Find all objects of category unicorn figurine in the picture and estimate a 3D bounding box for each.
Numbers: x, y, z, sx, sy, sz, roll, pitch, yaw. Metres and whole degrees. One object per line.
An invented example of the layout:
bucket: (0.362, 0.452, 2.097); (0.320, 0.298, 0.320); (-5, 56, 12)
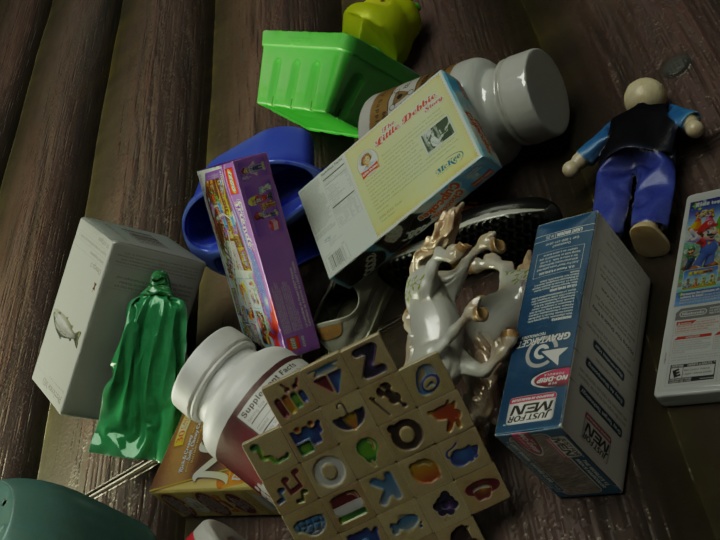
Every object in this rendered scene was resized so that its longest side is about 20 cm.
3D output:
unicorn figurine: (0.105, 0.055, 0.992); (0.200, 0.074, 0.137); (-53, 32, -10)
unicorn figurine: (0.060, 0.052, 0.921); (0.137, 0.074, 0.201); (-40, 24, 41)

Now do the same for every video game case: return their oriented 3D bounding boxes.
video game case: (0.308, 0.009, 0.887); (0.143, 0.018, 0.201); (-12, 47, 40)

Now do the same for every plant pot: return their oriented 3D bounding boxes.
plant pot: (-0.324, 0.297, 1.127); (0.200, 0.161, 0.201); (-28, 37, 24)

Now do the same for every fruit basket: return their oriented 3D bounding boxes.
fruit basket: (-0.011, -0.269, 1.412); (0.215, 0.155, 0.217); (-26, 53, 40)

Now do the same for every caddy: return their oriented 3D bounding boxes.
caddy: (-0.105, -0.067, 1.291); (0.199, 0.141, 0.105); (-26, 35, 26)

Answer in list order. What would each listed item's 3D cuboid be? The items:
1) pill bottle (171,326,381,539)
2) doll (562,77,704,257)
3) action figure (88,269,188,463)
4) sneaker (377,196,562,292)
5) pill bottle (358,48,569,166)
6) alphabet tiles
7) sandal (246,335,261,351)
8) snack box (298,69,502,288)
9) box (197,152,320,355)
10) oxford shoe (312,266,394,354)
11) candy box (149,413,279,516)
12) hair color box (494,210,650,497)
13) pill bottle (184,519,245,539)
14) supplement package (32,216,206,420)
pill bottle: (-0.058, 0.138, 0.974); (0.200, 0.113, 0.113); (35, 79, 18)
doll: (0.245, -0.100, 1.039); (0.136, 0.048, 0.201); (-13, 46, 37)
action figure: (-0.221, 0.100, 1.229); (0.117, 0.055, 0.201); (5, 89, 7)
sneaker: (0.103, -0.048, 1.113); (0.199, 0.070, 0.090); (-20, 44, 35)
pill bottle: (0.106, -0.154, 1.182); (0.199, 0.114, 0.115); (-15, 44, 36)
alphabet tiles: (0.013, 0.153, 0.883); (0.166, 0.201, 0.006); (-26, 14, 4)
sandal: (-0.137, 0.093, 1.178); (0.075, 0.048, 0.200); (-20, 9, -20)
snack box: (0.033, -0.087, 1.117); (0.200, 0.037, 0.117); (-38, 53, 24)
box: (-0.106, -0.014, 1.174); (0.039, 0.201, 0.137); (-18, 8, -21)
oxford shoe: (0.000, 0.000, 1.186); (0.075, 0.058, 0.201); (-14, 44, 39)
candy box: (-0.104, 0.174, 1.115); (0.199, 0.055, 0.116); (-11, 46, 39)
hair color box: (0.170, 0.064, 0.902); (0.060, 0.100, 0.201); (-15, 44, 38)
pill bottle: (-0.157, 0.319, 0.972); (0.200, 0.111, 0.111); (-48, 34, -3)
supplement package: (-0.274, 0.058, 1.300); (0.117, 0.117, 0.201); (27, 101, 54)
